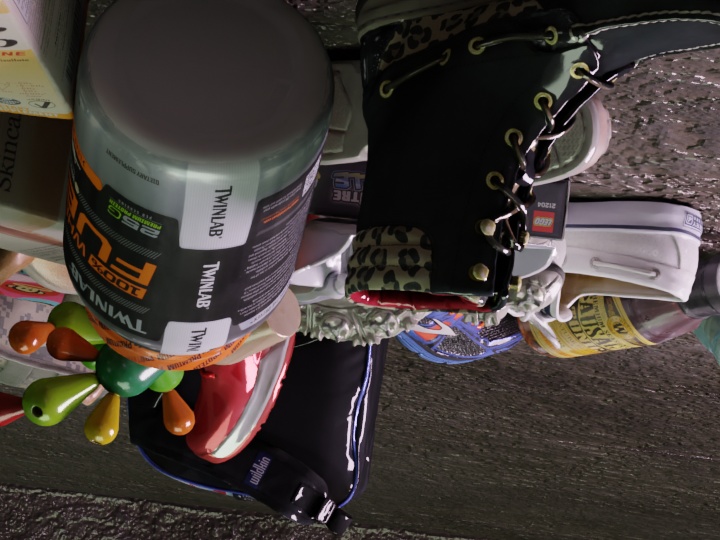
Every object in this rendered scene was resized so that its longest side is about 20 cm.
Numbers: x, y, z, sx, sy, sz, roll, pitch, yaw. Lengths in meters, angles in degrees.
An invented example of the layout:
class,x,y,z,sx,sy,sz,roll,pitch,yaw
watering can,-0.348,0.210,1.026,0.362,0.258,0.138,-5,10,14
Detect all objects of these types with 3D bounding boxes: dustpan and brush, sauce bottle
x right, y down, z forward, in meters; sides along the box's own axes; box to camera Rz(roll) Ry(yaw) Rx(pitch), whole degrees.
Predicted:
class,x,y,z,sx,sy,sz,roll,pitch,yaw
dustpan and brush,0.000,0.000,1.248,0.140,0.057,0.200,3,-176,-32
sauce bottle,0.186,0.019,1.477,0.066,0.066,0.200,14,164,-29

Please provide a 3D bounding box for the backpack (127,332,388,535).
class,x,y,z,sx,sy,sz,roll,pitch,yaw
backpack,-0.078,0.085,1.670,0.190,0.200,0.154,8,-179,8

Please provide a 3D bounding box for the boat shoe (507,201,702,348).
class,x,y,z,sx,sy,sz,roll,pitch,yaw
boat shoe,0.119,0.005,1.396,0.202,0.086,0.075,0,166,26

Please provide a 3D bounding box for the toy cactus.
class,x,y,z,sx,sy,sz,roll,pitch,yaw
toy cactus,-0.105,0.046,1.257,0.165,0.102,0.200,-14,180,39

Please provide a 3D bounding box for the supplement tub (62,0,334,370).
class,x,y,z,sx,sy,sz,roll,pitch,yaw
supplement tub,-0.085,-0.041,1.092,0.122,0.123,0.200,8,144,-5

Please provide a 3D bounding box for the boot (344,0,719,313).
class,x,y,z,sx,sy,sz,roll,pitch,yaw
boot,0.081,-0.058,0.988,0.203,0.154,0.073,-2,165,34

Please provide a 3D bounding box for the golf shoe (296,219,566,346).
class,x,y,z,sx,sy,sz,roll,pitch,yaw
golf shoe,0.030,-0.009,1.354,0.200,0.078,0.097,-2,-150,13

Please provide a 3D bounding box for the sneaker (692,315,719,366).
class,x,y,z,sx,sy,sz,roll,pitch,yaw
sneaker,0.267,0.051,1.529,0.074,0.082,0.200,6,167,5

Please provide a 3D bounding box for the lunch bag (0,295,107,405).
class,x,y,z,sx,sy,sz,roll,pitch,yaw
lunch bag,-0.270,0.026,1.632,0.200,0.118,0.164,16,167,-14

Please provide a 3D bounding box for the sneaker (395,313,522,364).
class,x,y,z,sx,sy,sz,roll,pitch,yaw
sneaker,0.050,0.017,1.520,0.200,0.075,0.078,15,161,-39

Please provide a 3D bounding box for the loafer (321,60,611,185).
class,x,y,z,sx,sy,sz,roll,pitch,yaw
loafer,0.045,-0.081,1.133,0.200,0.072,0.063,6,-173,33

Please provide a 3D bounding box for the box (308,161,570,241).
class,x,y,z,sx,sy,sz,roll,pitch,yaw
box,0.017,-0.051,1.235,0.200,0.035,0.110,6,-170,2

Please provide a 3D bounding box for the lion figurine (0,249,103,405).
class,x,y,z,sx,sy,sz,roll,pitch,yaw
lion figurine,-0.183,-0.009,1.354,0.072,0.122,0.200,40,175,42

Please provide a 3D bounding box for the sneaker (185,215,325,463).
class,x,y,z,sx,sy,sz,roll,pitch,yaw
sneaker,-0.098,0.022,1.406,0.115,0.200,0.078,18,-167,-23

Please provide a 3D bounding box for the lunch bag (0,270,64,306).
class,x,y,z,sx,sy,sz,roll,pitch,yaw
lunch bag,-0.193,-0.014,1.486,0.200,0.082,0.176,13,166,-29

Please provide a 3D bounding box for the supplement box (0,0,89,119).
class,x,y,z,sx,sy,sz,roll,pitch,yaw
supplement box,-0.201,-0.134,0.986,0.126,0.074,0.200,5,167,5

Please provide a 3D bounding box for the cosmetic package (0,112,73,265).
class,x,y,z,sx,sy,sz,roll,pitch,yaw
cosmetic package,-0.211,-0.075,1.186,0.200,0.103,0.087,15,164,-38
